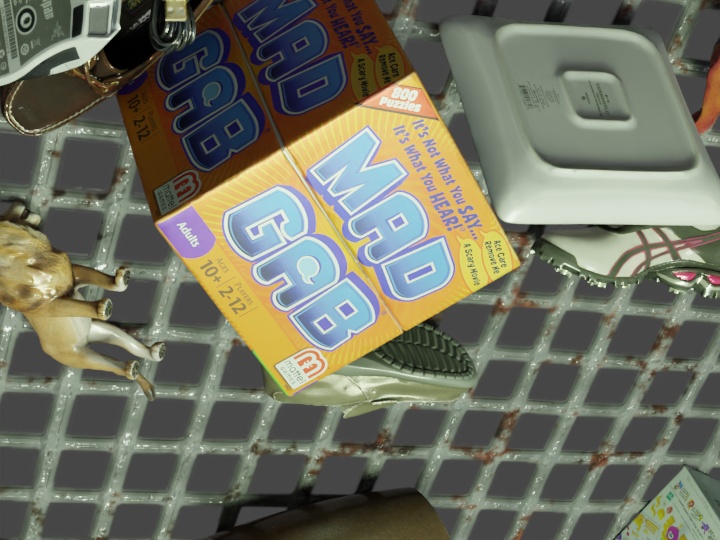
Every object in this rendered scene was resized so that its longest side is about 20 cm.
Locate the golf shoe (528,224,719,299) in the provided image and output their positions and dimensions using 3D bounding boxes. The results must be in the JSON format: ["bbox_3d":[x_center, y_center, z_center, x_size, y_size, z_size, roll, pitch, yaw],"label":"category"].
[{"bbox_3d":[0.239,-0.029,1.454,0.199,0.077,0.089,4,105,-26],"label":"golf shoe"}]

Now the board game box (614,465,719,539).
[{"bbox_3d":[0.327,0.320,1.727,0.103,0.105,0.200,24,115,-34],"label":"board game box"}]

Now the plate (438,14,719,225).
[{"bbox_3d":[0.174,-0.122,1.258,0.199,0.200,0.032,0,145,-20],"label":"plate"}]

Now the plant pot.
[{"bbox_3d":[-0.018,0.286,1.538,0.199,0.187,0.187,-26,133,-20],"label":"plant pot"}]

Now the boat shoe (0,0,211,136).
[{"bbox_3d":[-0.182,-0.164,1.175,0.200,0.070,0.070,-42,128,15],"label":"boat shoe"}]

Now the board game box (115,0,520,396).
[{"bbox_3d":[-0.036,-0.077,1.211,0.199,0.200,0.200,-30,131,5],"label":"board game box"}]

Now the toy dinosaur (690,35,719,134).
[{"bbox_3d":[0.309,-0.162,1.293,0.200,0.105,0.181,-45,158,19],"label":"toy dinosaur"}]

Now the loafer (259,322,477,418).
[{"bbox_3d":[0.003,0.087,1.448,0.199,0.075,0.070,7,130,-14],"label":"loafer"}]

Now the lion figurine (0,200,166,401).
[{"bbox_3d":[-0.234,0.034,1.306,0.122,0.073,0.200,7,139,16],"label":"lion figurine"}]

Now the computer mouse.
[{"bbox_3d":[-0.187,-0.178,1.115,0.199,0.110,0.044,-15,169,32],"label":"computer mouse"}]
